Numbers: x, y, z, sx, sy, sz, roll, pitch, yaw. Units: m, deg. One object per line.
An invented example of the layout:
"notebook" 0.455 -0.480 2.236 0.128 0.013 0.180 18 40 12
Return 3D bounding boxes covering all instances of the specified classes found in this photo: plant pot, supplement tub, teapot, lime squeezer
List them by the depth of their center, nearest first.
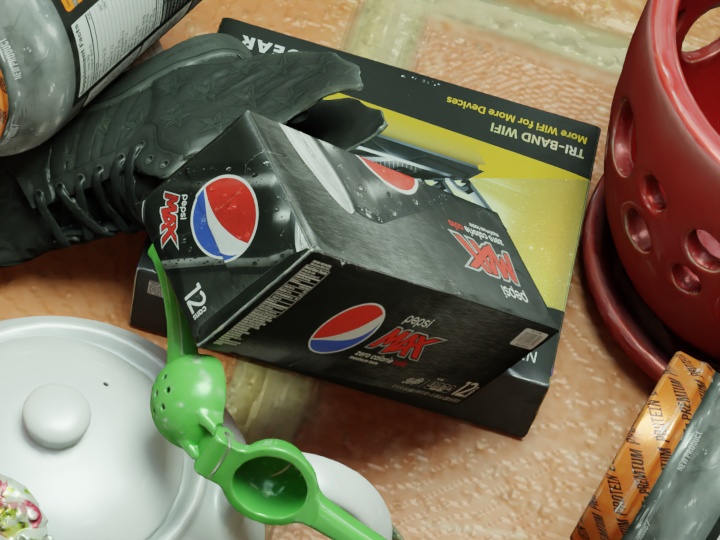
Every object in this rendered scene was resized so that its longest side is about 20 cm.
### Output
"lime squeezer" -0.038 0.066 0.813 0.200 0.038 0.071 46 16 20
"teapot" -0.121 0.093 0.871 0.199 0.146 0.198 -28 67 -28
"supplement tub" 0.199 0.126 0.924 0.199 0.123 0.123 31 56 9
"supplement tub" -0.145 -0.133 0.943 0.122 0.123 0.200 33 48 10
"plant pot" 0.206 -0.043 1.008 0.199 0.183 0.202 5 57 -8

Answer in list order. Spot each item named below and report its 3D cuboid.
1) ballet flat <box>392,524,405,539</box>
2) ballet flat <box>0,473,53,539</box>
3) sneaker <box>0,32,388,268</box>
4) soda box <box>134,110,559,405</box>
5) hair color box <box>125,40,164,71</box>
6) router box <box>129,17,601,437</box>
"ballet flat" 0.066 0.172 0.901 0.199 0.071 0.071 34 57 14
"ballet flat" -0.184 0.161 0.793 0.075 0.200 0.064 38 18 4
"sneaker" -0.092 -0.044 0.952 0.199 0.060 0.104 -32 40 -2
"soda box" 0.000 0.000 0.875 0.200 0.063 0.071 18 40 -57
"hair color box" -0.194 -0.080 1.021 0.199 0.061 0.099 -15 61 -22
"router box" 0.005 -0.023 1.030 0.199 0.052 0.158 15 56 -1
